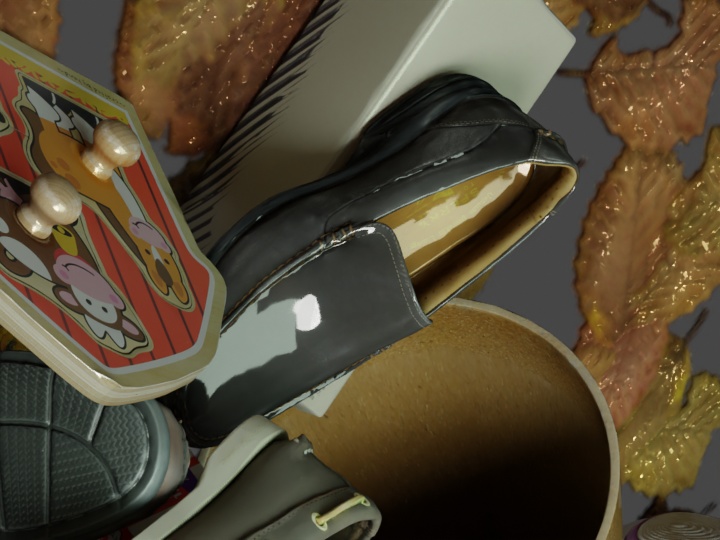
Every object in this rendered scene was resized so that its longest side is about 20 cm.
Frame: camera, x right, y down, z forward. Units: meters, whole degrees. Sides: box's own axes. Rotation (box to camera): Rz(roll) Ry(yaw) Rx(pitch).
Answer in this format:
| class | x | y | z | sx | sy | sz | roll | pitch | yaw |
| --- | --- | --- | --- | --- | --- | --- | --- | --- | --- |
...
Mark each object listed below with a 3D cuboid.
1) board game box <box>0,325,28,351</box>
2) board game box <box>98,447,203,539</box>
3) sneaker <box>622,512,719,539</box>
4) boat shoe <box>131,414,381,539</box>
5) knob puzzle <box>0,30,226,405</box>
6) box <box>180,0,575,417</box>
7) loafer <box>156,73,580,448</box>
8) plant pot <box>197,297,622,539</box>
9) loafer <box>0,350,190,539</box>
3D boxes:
| class | x | y | z | sx | sy | sz | roll | pitch | yaw |
| --- | --- | --- | --- | --- | --- | --- | --- | --- | --- |
| board game box | -0.156 | 0.035 | 1.066 | 0.105 | 0.023 | 0.200 | -43 | 131 | -15 |
| board game box | -0.066 | 0.183 | 1.066 | 0.046 | 0.152 | 0.200 | -24 | 152 | -31 |
| sneaker | 0.192 | 0.174 | 1.391 | 0.199 | 0.075 | 0.100 | -4 | 110 | -40 |
| boat shoe | -0.057 | 0.122 | 0.924 | 0.202 | 0.060 | 0.072 | -48 | 163 | -52 |
| knob puzzle | -0.111 | -0.033 | 0.955 | 0.030 | 0.220 | 0.219 | -42 | 137 | 18 |
| box | -0.002 | -0.047 | 1.129 | 0.200 | 0.068 | 0.082 | -55 | 133 | -8 |
| loafer | 0.000 | 0.000 | 1.055 | 0.200 | 0.072 | 0.073 | -44 | 129 | -14 |
| plant pot | 0.041 | 0.143 | 1.195 | 0.186 | 0.186 | 0.200 | -46 | 146 | -15 |
| loafer | -0.143 | 0.072 | 0.992 | 0.063 | 0.199 | 0.072 | 23 | 64 | -59 |
